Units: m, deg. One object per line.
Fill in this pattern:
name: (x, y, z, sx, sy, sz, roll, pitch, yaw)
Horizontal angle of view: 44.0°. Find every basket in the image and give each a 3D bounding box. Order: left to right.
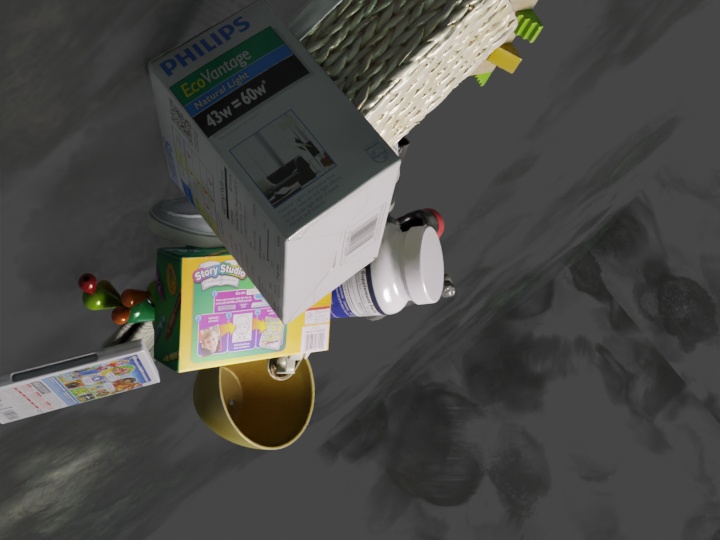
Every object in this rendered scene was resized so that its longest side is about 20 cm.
basket: (0.042, -0.231, 0.852, 0.200, 0.124, 0.135, -43, 165, 12)

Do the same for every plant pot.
plant pot: (-0.193, 0.195, 1.452, 0.140, 0.204, 0.198, -17, -177, 41)

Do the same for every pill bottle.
pill bottle: (0.000, 0.000, 1.135, 0.196, 0.119, 0.115, -5, 177, 21)

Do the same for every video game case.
video game case: (-0.343, 0.132, 1.047, 0.196, 0.018, 0.144, -14, 160, -10)

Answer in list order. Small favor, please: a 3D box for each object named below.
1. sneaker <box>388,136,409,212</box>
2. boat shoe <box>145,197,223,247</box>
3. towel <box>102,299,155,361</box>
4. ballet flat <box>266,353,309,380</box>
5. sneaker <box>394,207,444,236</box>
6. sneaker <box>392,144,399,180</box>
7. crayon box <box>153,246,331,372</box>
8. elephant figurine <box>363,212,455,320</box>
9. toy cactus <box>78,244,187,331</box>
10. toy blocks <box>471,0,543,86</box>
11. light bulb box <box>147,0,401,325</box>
sneaker: (-0.026, -0.123, 1.141, 0.198, 0.075, 0.108, -16, 135, -41)
boat shoe: (-0.130, -0.071, 0.959, 0.197, 0.070, 0.073, 0, 120, -24)
towel: (-0.240, 0.052, 1.190, 0.200, 0.035, 0.192, -48, 166, 22)
ballet flat: (-0.083, 0.094, 1.141, 0.066, 0.064, 0.200, 5, 157, -12)
sneaker: (0.059, -0.035, 1.560, 0.200, 0.071, 0.098, -44, 165, 8)
sneaker: (0.009, -0.186, 1.027, 0.069, 0.081, 0.202, -2, 142, 3)
crayon box: (-0.123, 0.034, 0.970, 0.197, 0.058, 0.122, -4, 103, -39)
elephant figurine: (0.043, 0.009, 1.394, 0.141, 0.201, 0.155, -38, 165, -1)
toy cactus: (-0.220, 0.029, 1.014, 0.197, 0.103, 0.167, -19, 147, -28)
toy blocks: (0.116, -0.280, 0.981, 0.135, 0.101, 0.201, -16, 156, -30)
light bulb box: (-0.080, -0.092, 0.813, 0.124, 0.201, 0.199, -34, 165, -18)
